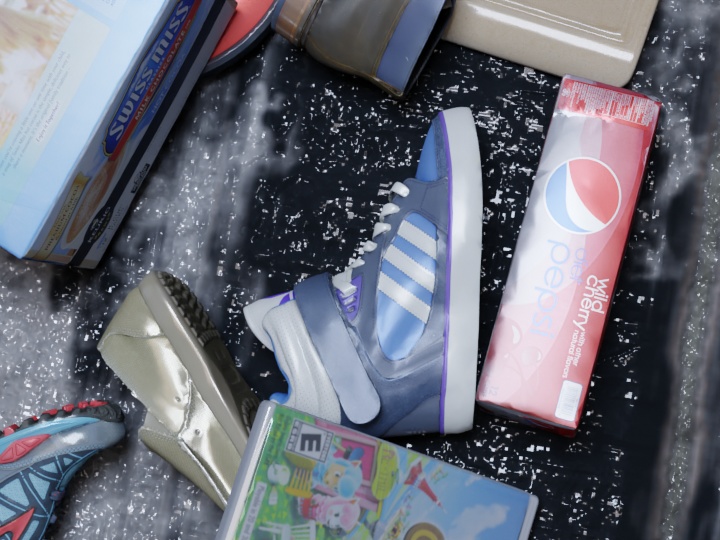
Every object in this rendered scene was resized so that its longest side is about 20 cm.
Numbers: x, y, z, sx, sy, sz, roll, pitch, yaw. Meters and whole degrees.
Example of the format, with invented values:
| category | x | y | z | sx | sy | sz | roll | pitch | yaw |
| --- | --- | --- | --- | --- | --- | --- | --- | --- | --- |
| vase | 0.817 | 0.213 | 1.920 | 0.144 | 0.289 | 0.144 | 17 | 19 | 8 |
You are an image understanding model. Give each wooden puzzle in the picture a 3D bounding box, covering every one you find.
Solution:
| category | x | y | z | sx | sy | sz | roll | pitch | yaw |
| --- | --- | --- | --- | --- | --- | --- | --- | --- | --- |
| wooden puzzle | 0.116 | -0.234 | 0.873 | 0.183 | 0.037 | 0.203 | 19 | 88 | 12 |

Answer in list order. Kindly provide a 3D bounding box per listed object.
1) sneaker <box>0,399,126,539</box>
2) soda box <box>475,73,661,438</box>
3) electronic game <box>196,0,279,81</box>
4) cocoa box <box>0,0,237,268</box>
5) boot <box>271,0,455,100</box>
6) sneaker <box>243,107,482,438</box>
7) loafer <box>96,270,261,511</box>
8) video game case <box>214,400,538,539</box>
| category | x | y | z | sx | sy | sz | roll | pitch | yaw |
| --- | --- | --- | --- | --- | --- | --- | --- | --- | --- |
| sneaker | -0.215 | 0.155 | 0.833 | 0.199 | 0.079 | 0.096 | -34 | 86 | 9 |
| soda box | 0.125 | -0.007 | 0.808 | 0.062 | 0.070 | 0.203 | 15 | 82 | 11 |
| electronic game | -0.133 | -0.219 | 0.900 | 0.196 | 0.042 | 0.204 | -2 | 79 | 8 |
| cocoa box | -0.185 | -0.120 | 0.813 | 0.132 | 0.131 | 0.202 | 30 | 91 | 6 |
| boot | 0.038 | -0.205 | 0.834 | 0.096 | 0.075 | 0.201 | 37 | 102 | 6 |
| sneaker | 0.000 | 0.000 | 0.819 | 0.144 | 0.081 | 0.204 | 1 | 85 | 4 |
| loafer | -0.092 | 0.099 | 0.820 | 0.068 | 0.076 | 0.202 | -33 | 79 | 11 |
| video game case | -0.005 | 0.198 | 0.772 | 0.180 | 0.022 | 0.203 | 21 | 82 | -17 |
